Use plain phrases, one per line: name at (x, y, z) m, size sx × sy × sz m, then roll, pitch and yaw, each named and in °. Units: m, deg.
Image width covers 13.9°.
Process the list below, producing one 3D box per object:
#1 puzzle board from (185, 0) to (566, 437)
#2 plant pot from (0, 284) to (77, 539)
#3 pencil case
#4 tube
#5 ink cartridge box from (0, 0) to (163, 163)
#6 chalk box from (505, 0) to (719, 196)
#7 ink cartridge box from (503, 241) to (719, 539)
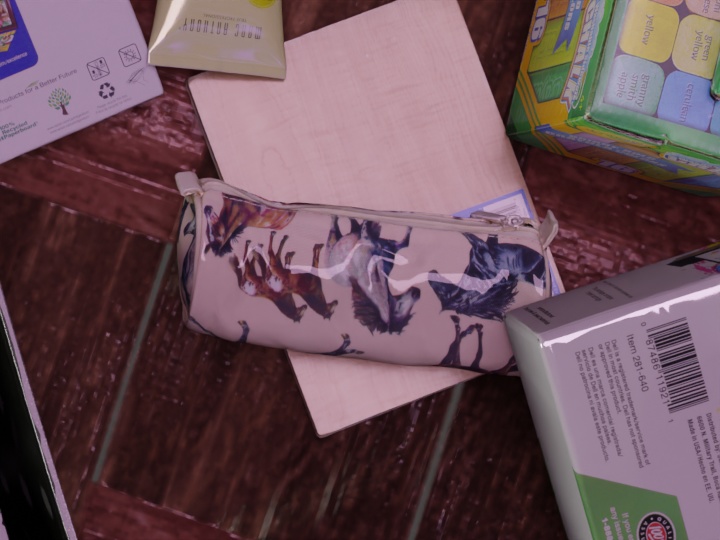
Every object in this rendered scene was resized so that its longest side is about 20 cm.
puzzle board at (0.012, -0.032, 1.555) m, size 0.150 × 0.017 × 0.201 m, roll -21°, pitch 89°, yaw -7°
plant pot at (-0.242, 0.122, 1.442) m, size 0.199 × 0.177 × 0.201 m, roll -17°, pitch 87°, yaw -6°
pencil case at (0.000, 0.000, 1.503) m, size 0.199 × 0.078 × 0.090 m, roll 7°, pitch 104°, yaw -5°
tube at (-0.068, -0.201, 1.536) m, size 0.058 × 0.052 × 0.201 m, roll 1°, pitch 84°, yaw 19°
ink cartridge box at (-0.180, -0.162, 1.496) m, size 0.099 × 0.039 × 0.201 m, roll -22°, pitch 115°, yaw -6°
chalk box at (0.165, -0.114, 1.475) m, size 0.123 × 0.200 × 0.125 m, roll 16°, pitch 85°, yaw -11°
ink cartridge box at (0.189, 0.063, 1.455) m, size 0.199 × 0.084 × 0.146 m, roll -18°, pitch 101°, yaw -6°
